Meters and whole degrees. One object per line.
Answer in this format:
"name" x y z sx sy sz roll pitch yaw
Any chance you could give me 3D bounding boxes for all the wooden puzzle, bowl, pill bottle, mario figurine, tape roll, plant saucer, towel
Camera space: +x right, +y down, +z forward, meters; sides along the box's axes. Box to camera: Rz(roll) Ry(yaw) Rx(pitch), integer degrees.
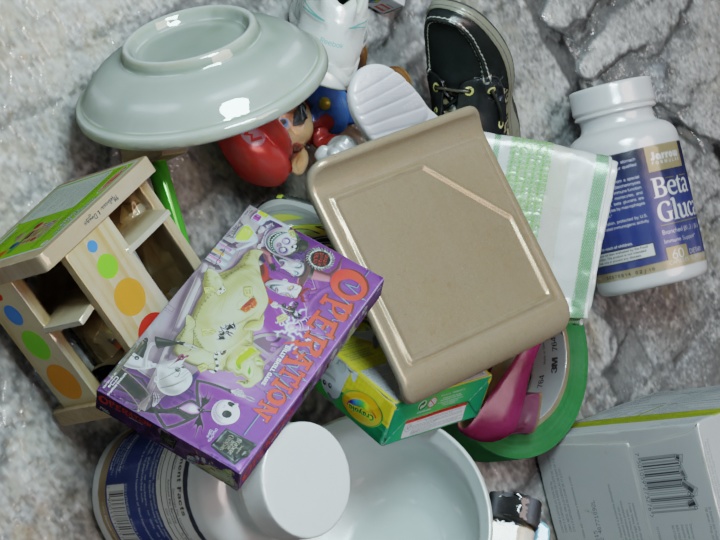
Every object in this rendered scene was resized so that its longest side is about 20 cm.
"wooden puzzle" 0.061 -0.014 1.440 0.184 0.037 0.201 -22 88 -35
"bowl" 0.019 0.222 1.473 0.090 0.200 0.202 53 44 -61
"pill bottle" 0.265 -0.083 1.773 0.111 0.111 0.201 -13 90 -42
"mario figurine" -0.039 -0.143 1.518 0.200 0.123 0.107 -37 118 -44
"tape roll" 0.125 0.074 1.662 0.200 0.048 0.202 10 74 -40
"plant saucer" -0.125 -0.159 1.386 0.200 0.199 0.050 -40 130 -39
"pill bottle" -0.102 0.160 1.344 0.111 0.199 0.112 9 76 -40
"towel" 0.111 -0.043 1.566 0.199 0.031 0.150 11 91 0

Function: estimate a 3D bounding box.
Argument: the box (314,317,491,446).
"box" -0.003 0.060 1.490 0.117 0.200 0.049 -11 131 -42

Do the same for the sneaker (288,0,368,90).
"sneaker" -0.019 -0.218 1.518 0.070 0.201 0.081 13 114 -8

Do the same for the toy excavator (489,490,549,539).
"toy excavator" 0.128 0.266 1.600 0.193 0.200 0.100 10 70 7

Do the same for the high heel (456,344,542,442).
"high heel" 0.122 0.048 1.585 0.096 0.067 0.201 5 82 -51

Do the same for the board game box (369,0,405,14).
"board game box" -0.034 -0.325 1.611 0.199 0.035 0.127 22 68 -37

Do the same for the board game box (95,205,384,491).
"board game box" -0.082 0.050 1.286 0.120 0.032 0.200 30 54 9

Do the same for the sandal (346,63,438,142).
"sandal" 0.043 -0.094 1.504 0.079 0.059 0.207 -54 125 -22

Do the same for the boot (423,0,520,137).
"boot" 0.077 -0.122 1.607 0.154 0.073 0.204 -59 148 -29

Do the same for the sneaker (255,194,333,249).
"sneaker" 0.000 0.000 1.490 0.077 0.199 0.076 -72 171 -52

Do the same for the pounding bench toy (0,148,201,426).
"pounding bench toy" -0.167 0.002 1.369 0.156 0.124 0.200 56 51 -18

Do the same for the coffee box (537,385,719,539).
"coffee box" 0.317 0.221 1.700 0.197 0.199 0.201 -14 91 -43
